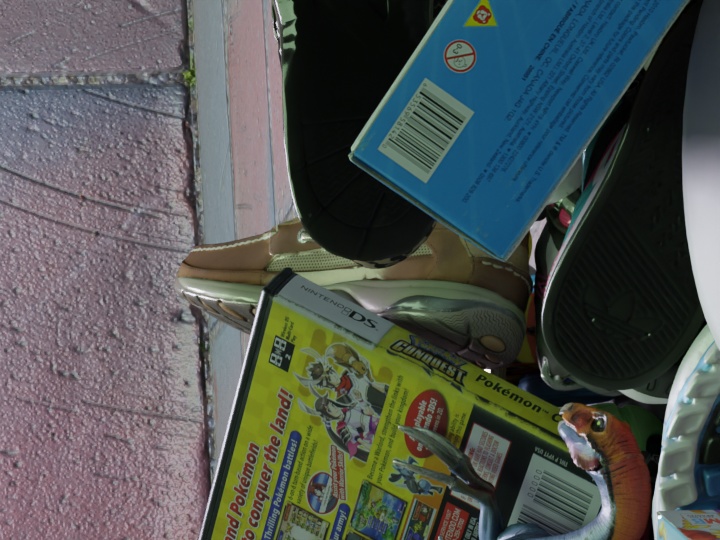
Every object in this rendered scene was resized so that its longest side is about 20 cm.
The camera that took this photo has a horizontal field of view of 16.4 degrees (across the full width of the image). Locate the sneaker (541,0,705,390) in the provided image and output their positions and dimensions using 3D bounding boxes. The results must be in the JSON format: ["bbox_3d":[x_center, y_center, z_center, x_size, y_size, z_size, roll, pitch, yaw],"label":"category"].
[{"bbox_3d":[0.136,-0.060,0.918,0.200,0.083,0.121,-58,4,28],"label":"sneaker"}]

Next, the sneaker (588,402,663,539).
[{"bbox_3d":[0.104,0.158,1.153,0.084,0.076,0.201,-101,11,-59],"label":"sneaker"}]

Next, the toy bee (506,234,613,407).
[{"bbox_3d":[0.072,0.026,1.221,0.200,0.108,0.131,104,163,-59],"label":"toy bee"}]

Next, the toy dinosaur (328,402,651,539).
[{"bbox_3d":[0.059,0.126,1.051,0.200,0.181,0.105,41,-140,-43],"label":"toy dinosaur"}]

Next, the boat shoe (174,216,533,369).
[{"bbox_3d":[0.000,0.000,1.142,0.076,0.199,0.072,35,-114,-47],"label":"boat shoe"}]

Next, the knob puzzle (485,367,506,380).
[{"bbox_3d":[-0.010,0.092,1.213,0.219,0.030,0.221,13,106,55],"label":"knob puzzle"}]

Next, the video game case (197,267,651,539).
[{"bbox_3d":[0.018,0.118,1.113,0.026,0.180,0.200,-46,-23,-50],"label":"video game case"}]

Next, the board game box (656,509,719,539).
[{"bbox_3d":[0.152,0.183,0.785,0.103,0.104,0.201,-132,42,-76],"label":"board game box"}]

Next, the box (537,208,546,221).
[{"bbox_3d":[0.087,-0.126,1.269,0.200,0.050,0.158,119,148,-72],"label":"box"}]

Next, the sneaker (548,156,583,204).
[{"bbox_3d":[0.065,-0.136,1.084,0.074,0.118,0.201,-33,31,40],"label":"sneaker"}]

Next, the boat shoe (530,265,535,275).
[{"bbox_3d":[0.054,0.055,1.396,0.066,0.072,0.200,33,150,21],"label":"boat shoe"}]

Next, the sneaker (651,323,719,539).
[{"bbox_3d":[0.139,0.074,0.949,0.087,0.075,0.201,-95,9,-52],"label":"sneaker"}]

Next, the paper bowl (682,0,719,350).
[{"bbox_3d":[0.158,-0.033,0.715,0.201,0.104,0.202,179,90,-81],"label":"paper bowl"}]

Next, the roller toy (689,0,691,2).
[{"bbox_3d":[0.093,-0.187,0.947,0.182,0.139,0.201,-168,77,-80],"label":"roller toy"}]

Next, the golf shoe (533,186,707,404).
[{"bbox_3d":[0.113,0.022,1.046,0.200,0.077,0.088,-93,17,-69],"label":"golf shoe"}]

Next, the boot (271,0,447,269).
[{"bbox_3d":[0.004,-0.096,0.935,0.151,0.073,0.201,69,-162,-83],"label":"boot"}]

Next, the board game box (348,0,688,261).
[{"bbox_3d":[0.091,-0.118,0.762,0.200,0.056,0.196,-56,-2,20],"label":"board game box"}]
